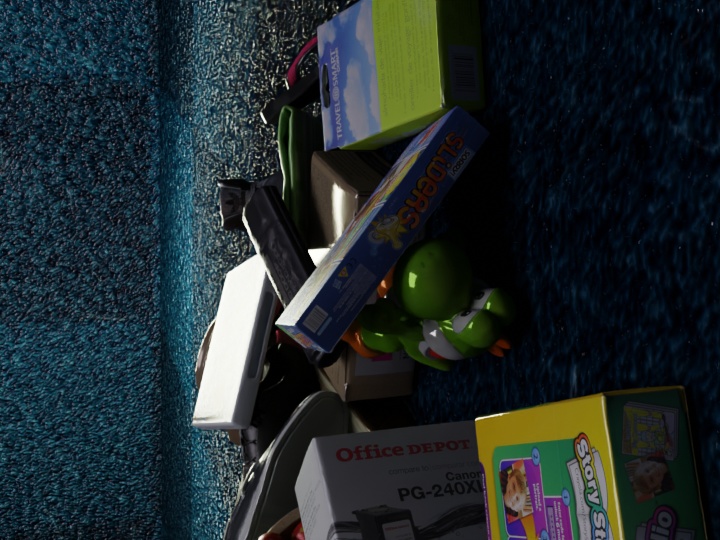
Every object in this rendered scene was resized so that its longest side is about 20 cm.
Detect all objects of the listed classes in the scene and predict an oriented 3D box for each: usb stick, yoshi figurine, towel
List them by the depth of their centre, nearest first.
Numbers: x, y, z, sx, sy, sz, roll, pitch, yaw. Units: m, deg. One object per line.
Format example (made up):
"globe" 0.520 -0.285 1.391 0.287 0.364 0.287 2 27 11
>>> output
"yoshi figurine" 0.045 0.018 0.806 0.199 0.110 0.114 173 105 -65
"usb stick" -0.064 0.001 0.968 0.056 0.032 0.201 -55 47 33
"towel" -0.062 -0.094 1.117 0.200 0.030 0.152 -3 -89 -81

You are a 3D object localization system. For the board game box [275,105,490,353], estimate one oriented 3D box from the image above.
"board game box" 0.012 -0.028 0.794 0.201 0.034 0.135 -53 7 -8

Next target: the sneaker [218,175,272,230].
"sneaker" -0.119 -0.090 1.298 0.200 0.112 0.077 150 116 -70

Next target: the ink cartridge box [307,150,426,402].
"ink cartridge box" 0.000 0.000 0.992 0.165 0.074 0.203 -131 43 -63

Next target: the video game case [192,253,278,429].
"video game case" -0.133 0.078 1.098 0.200 0.023 0.185 156 127 -68

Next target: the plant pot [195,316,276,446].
"plant pot" -0.149 0.118 1.309 0.201 0.091 0.204 15 -90 -78

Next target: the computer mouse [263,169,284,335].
"computer mouse" -0.097 -0.026 1.146 0.058 0.034 0.203 -15 60 31

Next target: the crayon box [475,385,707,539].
"crayon box" 0.137 0.179 0.608 0.172 0.057 0.203 147 119 -69

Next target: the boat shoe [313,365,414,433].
"boat shoe" -0.007 0.138 1.037 0.200 0.073 0.067 -123 41 -59

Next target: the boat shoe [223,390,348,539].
"boat shoe" -0.078 0.202 0.977 0.202 0.075 0.060 -61 29 -5

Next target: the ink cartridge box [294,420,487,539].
"ink cartridge box" 0.042 0.222 0.771 0.084 0.143 0.202 107 154 -48

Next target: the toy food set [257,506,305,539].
"toy food set" -0.005 0.267 0.852 0.049 0.197 0.200 84 173 -46

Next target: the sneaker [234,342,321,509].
"sneaker" -0.099 0.170 1.081 0.075 0.091 0.202 -9 53 43

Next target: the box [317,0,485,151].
"box" 0.029 -0.175 0.867 0.199 0.047 0.124 -8 84 61

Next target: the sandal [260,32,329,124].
"sandal" -0.043 -0.205 1.023 0.199 0.075 0.046 -26 89 48

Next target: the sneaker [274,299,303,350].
"sneaker" -0.098 0.007 1.207 0.074 0.086 0.203 119 129 -75

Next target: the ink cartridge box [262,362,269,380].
"ink cartridge box" -0.061 0.223 1.201 0.201 0.083 0.146 -117 30 -53
